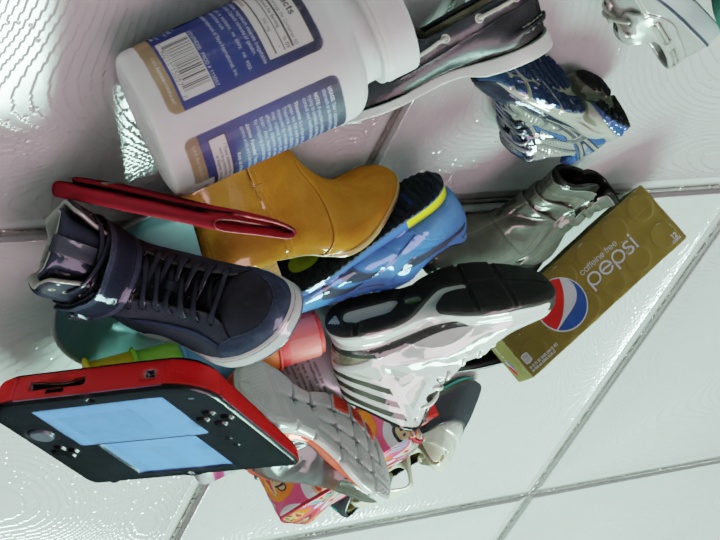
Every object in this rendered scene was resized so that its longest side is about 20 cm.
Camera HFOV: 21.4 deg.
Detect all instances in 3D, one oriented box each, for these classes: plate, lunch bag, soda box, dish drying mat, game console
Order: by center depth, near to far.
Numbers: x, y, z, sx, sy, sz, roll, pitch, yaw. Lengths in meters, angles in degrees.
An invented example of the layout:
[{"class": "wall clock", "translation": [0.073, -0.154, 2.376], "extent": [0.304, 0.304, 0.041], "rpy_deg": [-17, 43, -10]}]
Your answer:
[{"class": "dish drying mat", "translation": [-0.137, -0.046, 1.362], "extent": [0.076, 0.199, 0.018], "rpy_deg": [7, 93, -43]}, {"class": "game console", "translation": [-0.170, 0.125, 1.491], "extent": [0.198, 0.031, 0.177], "rpy_deg": [-7, 147, 24]}, {"class": "plate", "translation": [-0.161, 0.007, 1.546], "extent": [0.199, 0.026, 0.201], "rpy_deg": [-21, 146, -15]}, {"class": "soda box", "translation": [0.204, 0.012, 1.764], "extent": [0.200, 0.068, 0.064], "rpy_deg": [-41, 179, -10]}, {"class": "lunch bag", "translation": [-0.008, 0.166, 1.785], "extent": [0.175, 0.082, 0.200], "rpy_deg": [-29, 172, -1]}]

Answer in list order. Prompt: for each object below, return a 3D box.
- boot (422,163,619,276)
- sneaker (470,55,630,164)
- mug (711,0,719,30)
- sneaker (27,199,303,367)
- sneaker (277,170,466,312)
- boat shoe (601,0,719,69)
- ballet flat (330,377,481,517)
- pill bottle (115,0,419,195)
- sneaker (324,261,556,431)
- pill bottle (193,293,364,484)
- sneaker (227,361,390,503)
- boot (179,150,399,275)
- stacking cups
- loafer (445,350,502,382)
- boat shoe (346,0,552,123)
[{"class": "boot", "translation": [0.134, -0.051, 1.670], "extent": [0.131, 0.068, 0.199], "rpy_deg": [-43, 155, 31]}, {"class": "sneaker", "translation": [0.146, -0.127, 1.581], "extent": [0.085, 0.077, 0.199], "rpy_deg": [-42, 146, 23]}, {"class": "mug", "translation": [0.351, -0.222, 1.544], "extent": [0.184, 0.152, 0.115], "rpy_deg": [-28, 152, -28]}, {"class": "sneaker", "translation": [-0.151, 0.009, 1.385], "extent": [0.146, 0.201, 0.077], "rpy_deg": [32, 70, -45]}, {"class": "sneaker", "translation": [0.000, 0.000, 1.573], "extent": [0.199, 0.066, 0.079], "rpy_deg": [-31, 127, -4]}, {"class": "boat shoe", "translation": [0.228, -0.215, 1.539], "extent": [0.066, 0.072, 0.200], "rpy_deg": [-45, 154, 13]}, {"class": "ballet flat", "translation": [0.049, 0.187, 1.926], "extent": [0.199, 0.073, 0.073], "rpy_deg": [-31, 148, -1]}, {"class": "pill bottle", "translation": [-0.064, -0.141, 1.347], "extent": [0.199, 0.111, 0.111], "rpy_deg": [-25, 147, -10]}, {"class": "sneaker", "translation": [0.070, 0.066, 1.613], "extent": [0.199, 0.076, 0.116], "rpy_deg": [-12, 123, -9]}, {"class": "pill bottle", "translation": [-0.073, 0.095, 1.656], "extent": [0.199, 0.114, 0.114], "rpy_deg": [-25, 147, -11]}, {"class": "sneaker", "translation": [-0.057, 0.144, 1.591], "extent": [0.082, 0.077, 0.200], "rpy_deg": [-34, 128, 26]}, {"class": "boot", "translation": [-0.052, -0.069, 1.494], "extent": [0.201, 0.070, 0.145], "rpy_deg": [-44, 129, -32]}, {"class": "stacking cups", "translation": [-0.129, 0.072, 1.570], "extent": [0.199, 0.061, 0.061], "rpy_deg": [-18, 146, -15]}, {"class": "loafer", "translation": [0.062, 0.073, 1.781], "extent": [0.199, 0.071, 0.068], "rpy_deg": [-10, 141, -31]}, {"class": "boat shoe", "translation": [0.045, -0.167, 1.455], "extent": [0.199, 0.076, 0.061], "rpy_deg": [-21, 110, 0]}]
